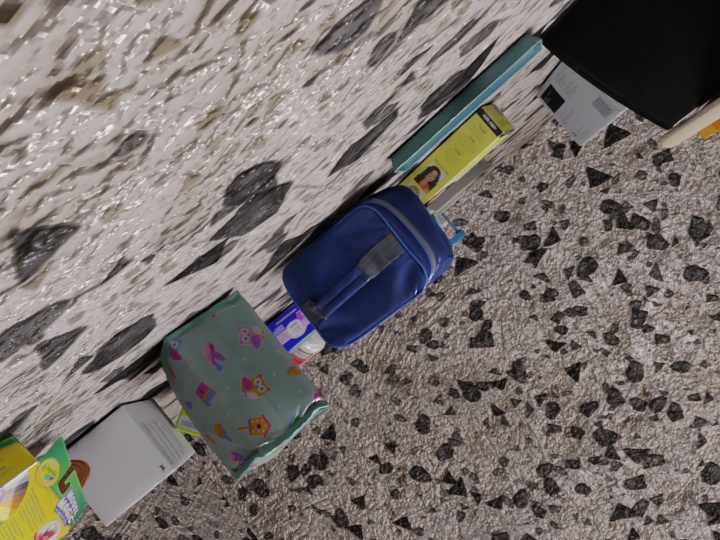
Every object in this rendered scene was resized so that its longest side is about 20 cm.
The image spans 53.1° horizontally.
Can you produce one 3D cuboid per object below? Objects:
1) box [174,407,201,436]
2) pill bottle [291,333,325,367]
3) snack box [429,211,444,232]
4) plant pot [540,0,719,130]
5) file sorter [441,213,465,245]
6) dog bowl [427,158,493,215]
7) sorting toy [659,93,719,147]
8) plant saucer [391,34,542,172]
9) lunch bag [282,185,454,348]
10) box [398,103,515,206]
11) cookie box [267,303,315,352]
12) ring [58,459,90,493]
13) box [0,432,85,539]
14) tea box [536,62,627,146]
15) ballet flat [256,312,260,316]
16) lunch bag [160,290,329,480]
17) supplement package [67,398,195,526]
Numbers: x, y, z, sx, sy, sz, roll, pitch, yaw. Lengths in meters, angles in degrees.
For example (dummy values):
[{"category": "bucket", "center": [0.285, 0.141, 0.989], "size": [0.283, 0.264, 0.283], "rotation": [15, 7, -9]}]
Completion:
[{"category": "box", "center": [-0.249, 0.202, 1.174], "size": [0.200, 0.048, 0.122], "rotation": [125, -16, -78]}, {"category": "pill bottle", "center": [-0.178, 0.222, 2.231], "size": [0.112, 0.112, 0.200], "rotation": [-37, 176, -46]}, {"category": "snack box", "center": [0.027, -0.035, 1.085], "size": [0.200, 0.037, 0.116], "rotation": [-22, -178, 7]}, {"category": "plant pot", "center": [0.360, -0.280, 0.818], "size": [0.200, 0.177, 0.200], "rotation": [-43, 175, 40]}, {"category": "file sorter", "center": [0.087, -0.042, 1.482], "size": [0.200, 0.123, 0.139], "rotation": [-39, 177, -17]}, {"category": "dog bowl", "center": [0.150, -0.147, 1.323], "size": [0.200, 0.059, 0.200], "rotation": [-40, 178, -2]}, {"category": "sorting toy", "center": [0.452, -0.219, 0.803], "size": [0.200, 0.036, 0.185], "rotation": [-39, 177, -13]}, {"category": "plant saucer", "center": [0.112, -0.178, 0.777], "size": [0.200, 0.019, 0.070], "rotation": [-40, 177, 16]}, {"category": "lunch bag", "center": [0.000, 0.000, 0.892], "size": [0.200, 0.136, 0.132], "rotation": [-40, 177, 29]}, {"category": "box", "center": [0.125, -0.151, 1.031], "size": [0.200, 0.050, 0.075], "rotation": [-42, 176, 29]}, {"category": "cookie box", "center": [-0.156, 0.135, 1.550], "size": [0.171, 0.075, 0.200], "rotation": [-39, 178, -30]}, {"category": "ring", "center": [-0.358, 0.258, 0.713], "size": [0.200, 0.019, 0.200], "rotation": [-26, -166, 7]}, {"category": "box", "center": [-0.319, 0.217, 0.571], "size": [0.200, 0.048, 0.117], "rotation": [-35, 145, -37]}, {"category": "tea box", "center": [0.438, -0.345, 1.233], "size": [0.197, 0.134, 0.200], "rotation": [-40, 177, -4]}, {"category": "ballet flat", "center": [-0.167, 0.105, 1.073], "size": [0.069, 0.069, 0.200], "rotation": [-39, 177, -13]}, {"category": "lunch bag", "center": [-0.145, 0.142, 0.831], "size": [0.122, 0.170, 0.200], "rotation": [-36, 172, -30]}, {"category": "supplement package", "center": [-0.319, 0.259, 1.005], "size": [0.114, 0.110, 0.200], "rotation": [-39, 177, -9]}]
